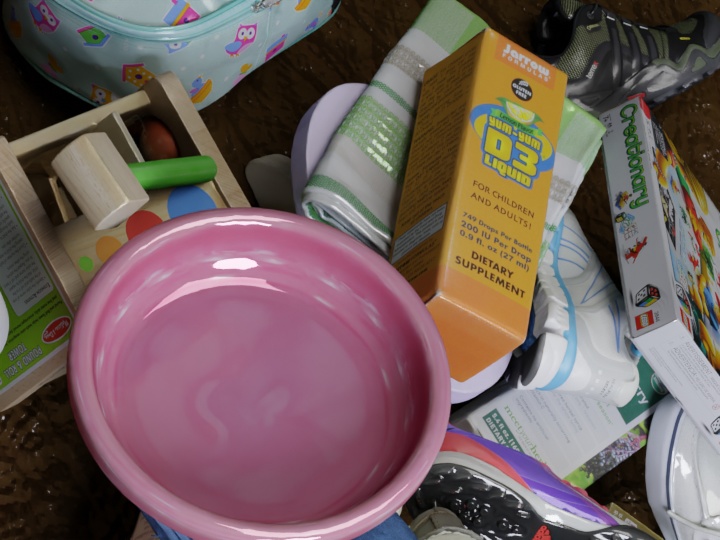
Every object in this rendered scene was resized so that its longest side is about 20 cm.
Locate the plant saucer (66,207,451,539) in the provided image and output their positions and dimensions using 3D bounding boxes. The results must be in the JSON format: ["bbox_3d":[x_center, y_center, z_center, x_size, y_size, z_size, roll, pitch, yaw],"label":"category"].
[{"bbox_3d":[-0.055,0.062,1.441,0.200,0.051,0.201,6,57,-10],"label":"plant saucer"}]

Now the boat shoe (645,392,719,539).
[{"bbox_3d":[0.237,0.173,1.739,0.075,0.086,0.202,-21,107,-43],"label":"boat shoe"}]

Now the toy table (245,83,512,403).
[{"bbox_3d":[0.000,0.000,1.685,0.184,0.117,0.200,-3,71,-35],"label":"toy table"}]

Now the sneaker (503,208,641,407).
[{"bbox_3d":[0.133,0.026,1.712,0.087,0.075,0.200,22,29,-12],"label":"sneaker"}]

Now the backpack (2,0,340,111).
[{"bbox_3d":[-0.116,-0.193,1.663,0.176,0.153,0.200,36,60,17],"label":"backpack"}]

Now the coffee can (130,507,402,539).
[{"bbox_3d":[-0.065,0.188,1.535,0.146,0.146,0.200,30,55,-20],"label":"coffee can"}]

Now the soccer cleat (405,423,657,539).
[{"bbox_3d":[0.118,0.148,1.632,0.200,0.068,0.073,26,29,-10],"label":"soccer cleat"}]

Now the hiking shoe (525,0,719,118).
[{"bbox_3d":[0.173,-0.152,1.898,0.200,0.076,0.101,-30,91,-38],"label":"hiking shoe"}]

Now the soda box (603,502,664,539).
[{"bbox_3d":[0.128,0.244,1.663,0.068,0.064,0.200,36,56,-17],"label":"soda box"}]

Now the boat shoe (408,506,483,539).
[{"bbox_3d":[0.041,0.234,1.594,0.072,0.060,0.202,2,111,-11],"label":"boat shoe"}]

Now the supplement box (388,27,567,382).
[{"bbox_3d":[0.065,-0.040,1.595,0.066,0.069,0.200,27,50,-22],"label":"supplement box"}]

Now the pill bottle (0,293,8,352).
[{"bbox_3d":[-0.283,0.068,1.463,0.112,0.112,0.200,44,51,-10],"label":"pill bottle"}]

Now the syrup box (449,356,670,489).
[{"bbox_3d":[0.130,0.093,1.754,0.200,0.081,0.079,-31,90,-38],"label":"syrup box"}]

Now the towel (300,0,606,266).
[{"bbox_3d":[0.061,-0.063,1.662,0.149,0.031,0.200,41,51,-12],"label":"towel"}]

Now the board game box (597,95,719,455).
[{"bbox_3d":[0.198,0.002,1.725,0.126,0.035,0.200,50,25,-39],"label":"board game box"}]

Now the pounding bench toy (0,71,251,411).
[{"bbox_3d":[-0.131,-0.033,1.555,0.156,0.200,0.124,-26,84,-38],"label":"pounding bench toy"}]

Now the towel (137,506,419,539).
[{"bbox_3d":[-0.041,0.133,1.458,0.112,0.049,0.200,-31,68,-26],"label":"towel"}]
